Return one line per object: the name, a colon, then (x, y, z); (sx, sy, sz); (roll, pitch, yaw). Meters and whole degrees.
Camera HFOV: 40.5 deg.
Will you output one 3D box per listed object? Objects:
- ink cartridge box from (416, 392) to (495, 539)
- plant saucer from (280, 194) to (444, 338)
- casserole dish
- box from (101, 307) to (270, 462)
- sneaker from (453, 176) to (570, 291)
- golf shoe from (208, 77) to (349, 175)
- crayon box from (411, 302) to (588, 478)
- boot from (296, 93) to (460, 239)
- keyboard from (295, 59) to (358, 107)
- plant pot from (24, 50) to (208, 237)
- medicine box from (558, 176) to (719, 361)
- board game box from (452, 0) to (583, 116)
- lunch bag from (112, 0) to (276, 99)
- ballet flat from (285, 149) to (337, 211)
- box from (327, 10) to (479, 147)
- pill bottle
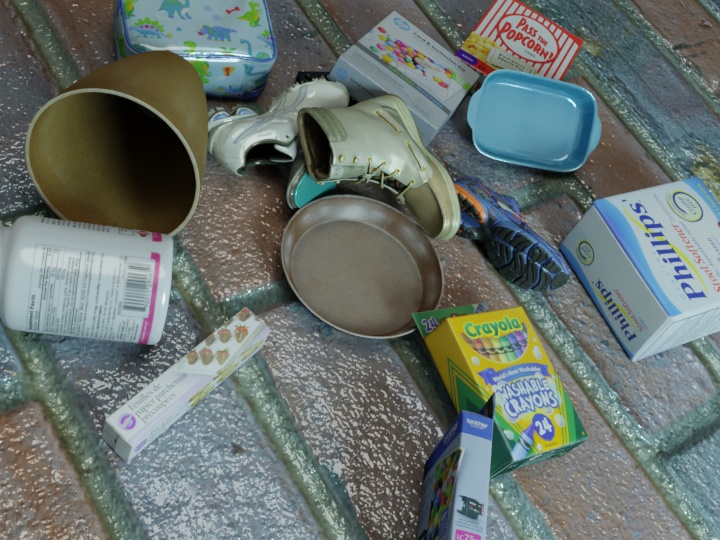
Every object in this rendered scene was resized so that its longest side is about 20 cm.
ink cartridge box: (0.089, 0.226, 0.952); (0.042, 0.120, 0.201); (18, 50, -5)
plant saucer: (0.000, 0.000, 1.138); (0.198, 0.035, 0.202); (10, 52, -13)
casserole dish: (0.234, -0.204, 1.342); (0.198, 0.039, 0.122); (9, 96, -16)
box: (-0.172, 0.111, 0.985); (0.039, 0.042, 0.200); (41, 51, 11)
sneaker: (0.185, -0.054, 1.227); (0.200, 0.076, 0.078); (42, 48, 9)
golf shoe: (-0.089, -0.166, 1.190); (0.199, 0.079, 0.097); (-24, 56, -21)
crayon box: (0.153, 0.115, 1.077); (0.125, 0.052, 0.201); (-6, 61, -39)
boot: (0.021, -0.114, 1.150); (0.154, 0.072, 0.201); (-14, 71, -41)
keyboard: (0.007, -0.257, 1.325); (0.198, 0.040, 0.105); (-4, 58, -25)
plant pot: (-0.243, -0.161, 1.083); (0.185, 0.187, 0.201); (20, 38, -6)
medicine box: (0.391, -0.006, 1.251); (0.198, 0.103, 0.183); (-13, 61, -30)
board game box: (0.230, -0.314, 1.449); (0.151, 0.046, 0.201); (31, 50, 2)
lunch bag: (-0.211, -0.302, 1.244); (0.198, 0.083, 0.162); (-2, 57, -23)
ballet flat: (-0.045, -0.137, 1.212); (0.063, 0.068, 0.200); (20, 44, 30)
box: (0.063, -0.259, 1.306); (0.155, 0.041, 0.200); (37, 37, 1)
pill bottle: (-0.292, 0.007, 0.966); (0.198, 0.114, 0.114); (8, 53, -16)
